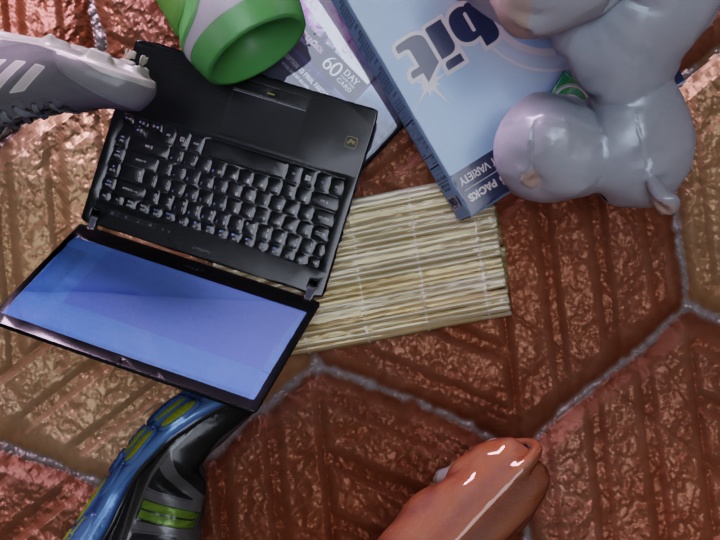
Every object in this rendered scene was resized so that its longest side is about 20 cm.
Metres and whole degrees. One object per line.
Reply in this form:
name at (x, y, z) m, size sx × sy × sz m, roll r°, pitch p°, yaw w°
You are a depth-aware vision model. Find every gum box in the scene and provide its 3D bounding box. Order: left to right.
gum box at (0.087, -0.163, 0.829) m, size 0.169 × 0.045 × 0.202 m, roll -31°, pitch 93°, yaw -6°

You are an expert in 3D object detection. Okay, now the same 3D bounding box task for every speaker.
speaker at (-0.114, -0.222, 0.820) m, size 0.088 × 0.089 × 0.202 m, roll -30°, pitch 78°, yaw -2°

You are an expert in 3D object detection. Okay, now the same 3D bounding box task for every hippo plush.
hippo plush at (0.147, -0.124, 0.763) m, size 0.197 × 0.160 × 0.163 m, roll -4°, pitch 115°, yaw -2°

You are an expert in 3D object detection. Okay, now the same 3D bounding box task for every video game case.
video game case at (0.010, -0.180, 0.862) m, size 0.143 × 0.019 × 0.200 m, roll 44°, pitch 88°, yaw 3°

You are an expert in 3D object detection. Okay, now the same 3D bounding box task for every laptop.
laptop at (-0.104, -0.036, 0.796) m, size 0.175 × 0.103 × 0.203 m, roll 17°, pitch 89°, yaw 9°

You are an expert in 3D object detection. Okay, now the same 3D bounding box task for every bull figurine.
bull figurine at (0.037, 0.176, 0.784) m, size 0.199 × 0.121 × 0.065 m, roll -39°, pitch 86°, yaw -3°

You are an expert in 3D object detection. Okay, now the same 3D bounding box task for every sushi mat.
sushi mat at (0.000, 0.000, 0.851) m, size 0.197 × 0.012 × 0.097 m, roll -11°, pitch 85°, yaw -1°

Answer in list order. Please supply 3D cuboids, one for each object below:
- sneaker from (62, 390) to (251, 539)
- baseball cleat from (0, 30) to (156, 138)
sneaker at (-0.127, 0.153, 0.818) m, size 0.082 × 0.071 × 0.201 m, roll 35°, pitch 87°, yaw -12°
baseball cleat at (-0.222, -0.107, 0.823) m, size 0.198 × 0.070 × 0.108 m, roll 17°, pitch 94°, yaw 24°
